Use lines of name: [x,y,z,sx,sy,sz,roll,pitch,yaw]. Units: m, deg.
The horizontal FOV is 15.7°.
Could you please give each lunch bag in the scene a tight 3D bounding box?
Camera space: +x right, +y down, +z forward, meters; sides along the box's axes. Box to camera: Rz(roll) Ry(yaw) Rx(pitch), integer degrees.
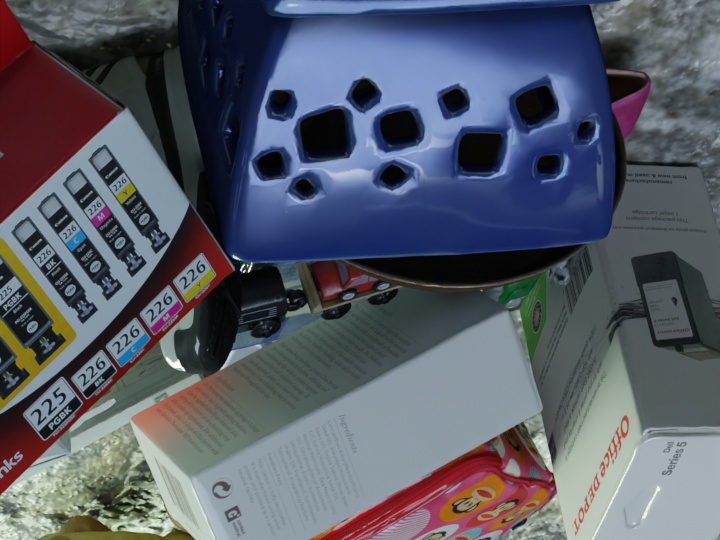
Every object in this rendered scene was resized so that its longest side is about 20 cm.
lunch bag: [0.019,0.143,1.601,0.176,0.082,0.200,-32,161,12]

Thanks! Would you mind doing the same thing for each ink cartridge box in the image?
ink cartridge box: [0.165,0.058,1.539,0.084,0.200,0.146,1,141,-14]
ink cartridge box: [-0.184,0.000,1.208,0.200,0.084,0.176,-45,139,-11]
ink cartridge box: [-0.164,0.091,1.495,0.160,0.200,0.047,-28,103,-5]

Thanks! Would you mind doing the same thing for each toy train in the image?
toy train: [0.000,0.000,1.413,0.200,0.034,0.046,-15,152,-10]

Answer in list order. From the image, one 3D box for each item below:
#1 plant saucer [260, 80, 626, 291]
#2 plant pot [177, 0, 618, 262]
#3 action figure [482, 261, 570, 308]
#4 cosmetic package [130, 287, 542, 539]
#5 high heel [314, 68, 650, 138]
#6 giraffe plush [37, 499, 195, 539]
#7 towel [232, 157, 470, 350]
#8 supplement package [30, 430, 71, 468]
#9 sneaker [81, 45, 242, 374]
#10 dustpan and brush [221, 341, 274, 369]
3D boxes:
plant saucer: [0.038,-0.057,1.367,0.200,0.201,0.037,-3,140,-9]
plant pot: [0.020,-0.135,1.278,0.199,0.200,0.180,-3,135,-10]
action figure: [0.086,-0.001,1.518,0.118,0.055,0.200,-31,164,-30]
cosmetic package: [-0.013,0.079,1.434,0.200,0.101,0.071,-28,116,-14]
high heel: [0.062,-0.086,1.437,0.200,0.068,0.096,6,149,-27]
giraffe plush: [-0.098,0.190,1.703,0.200,0.173,0.162,29,107,-25]
towel: [-0.011,-0.008,1.468,0.147,0.024,0.200,-12,162,-19]
supplement package: [-0.263,-0.005,1.373,0.147,0.192,0.200,-19,140,11]
sneaker: [-0.128,-0.025,1.375,0.115,0.201,0.076,-11,146,6]
dustpan and brush: [-0.044,0.045,1.586,0.139,0.057,0.200,-18,111,-3]
